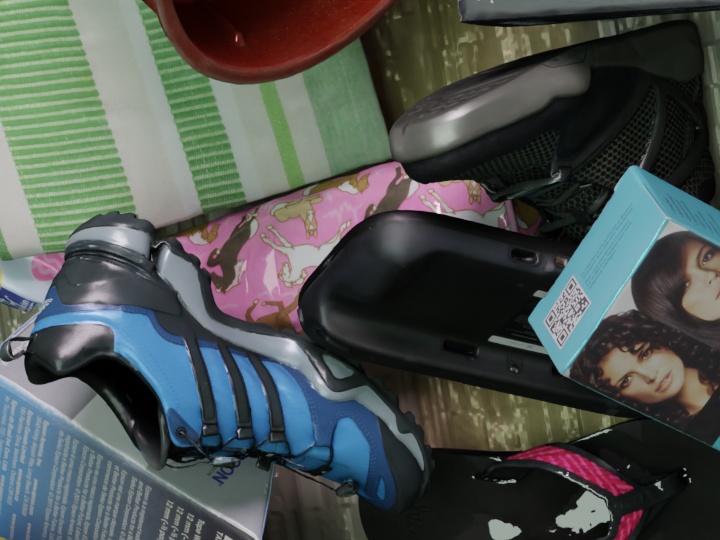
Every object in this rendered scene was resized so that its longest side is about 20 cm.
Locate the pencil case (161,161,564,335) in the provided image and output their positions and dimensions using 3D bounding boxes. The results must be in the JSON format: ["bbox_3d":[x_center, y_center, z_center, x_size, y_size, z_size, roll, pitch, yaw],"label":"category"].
[{"bbox_3d":[0.000,0.000,1.178,0.199,0.083,0.087,-14,76,22],"label":"pencil case"}]

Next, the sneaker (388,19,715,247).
[{"bbox_3d":[0.093,-0.040,1.076,0.076,0.199,0.115,-12,93,37],"label":"sneaker"}]

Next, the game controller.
[{"bbox_3d":[0.075,0.020,1.102,0.104,0.199,0.042,125,150,-45],"label":"game controller"}]

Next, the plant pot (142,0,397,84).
[{"bbox_3d":[-0.075,-0.214,1.054,0.195,0.200,0.202,37,108,28],"label":"plant pot"}]

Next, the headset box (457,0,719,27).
[{"bbox_3d":[0.158,-0.154,1.049,0.198,0.174,0.094,-2,95,20],"label":"headset box"}]

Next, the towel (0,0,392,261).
[{"bbox_3d":[-0.100,-0.095,1.161,0.199,0.023,0.154,-17,108,0],"label":"towel"}]

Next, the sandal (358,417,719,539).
[{"bbox_3d":[0.088,0.112,1.175,0.198,0.045,0.076,-6,94,22],"label":"sandal"}]

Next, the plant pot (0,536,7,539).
[{"bbox_3d":[-0.137,0.247,1.162,0.188,0.201,0.202,23,105,1],"label":"plant pot"}]

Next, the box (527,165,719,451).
[{"bbox_3d":[0.176,0.038,1.068,0.199,0.049,0.083,25,109,-25],"label":"box"}]

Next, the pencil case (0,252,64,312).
[{"bbox_3d":[-0.132,-0.081,1.218,0.090,0.083,0.201,24,104,-6],"label":"pencil case"}]

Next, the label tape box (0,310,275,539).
[{"bbox_3d":[-0.093,0.125,1.207,0.199,0.066,0.144,29,137,14],"label":"label tape box"}]

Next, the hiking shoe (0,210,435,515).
[{"bbox_3d":[-0.062,0.063,1.123,0.199,0.087,0.074,33,152,-9],"label":"hiking shoe"}]
